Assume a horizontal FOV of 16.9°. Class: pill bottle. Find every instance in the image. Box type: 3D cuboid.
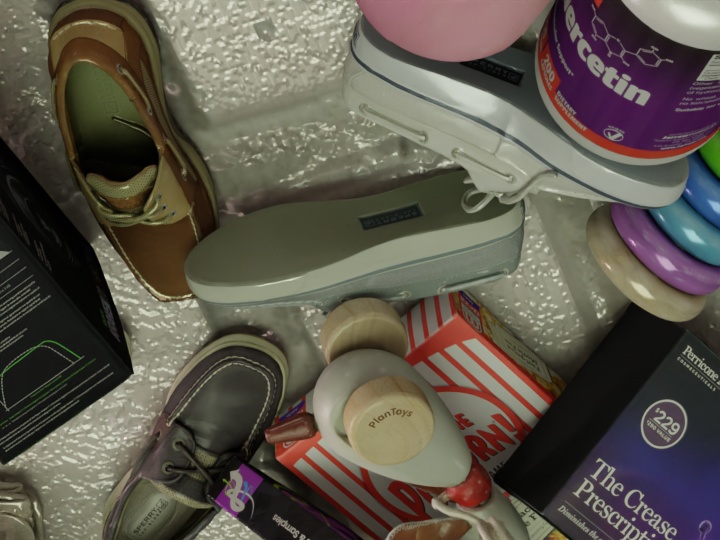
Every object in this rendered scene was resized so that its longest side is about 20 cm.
[{"bbox_3d":[0.163,-0.141,1.238,0.112,0.112,0.200,12,155,-5],"label":"pill bottle"}]

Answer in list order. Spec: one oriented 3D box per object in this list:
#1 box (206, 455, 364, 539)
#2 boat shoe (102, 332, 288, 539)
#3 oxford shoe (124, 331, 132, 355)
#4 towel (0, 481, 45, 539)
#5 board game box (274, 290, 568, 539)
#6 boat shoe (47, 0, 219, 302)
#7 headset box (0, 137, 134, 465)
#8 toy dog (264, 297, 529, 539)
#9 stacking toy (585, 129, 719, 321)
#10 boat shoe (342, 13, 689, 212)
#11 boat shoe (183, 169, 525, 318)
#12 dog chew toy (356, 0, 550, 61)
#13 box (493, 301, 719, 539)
[{"bbox_3d":[0.013,0.193,1.474,0.036,0.200,0.143,-54,138,-3],"label":"box"},{"bbox_3d":[-0.106,0.125,1.523,0.072,0.065,0.200,28,122,-15],"label":"boat shoe"},{"bbox_3d":[-0.240,0.061,1.490,0.200,0.058,0.075,-1,123,2],"label":"oxford shoe"},{"bbox_3d":[-0.276,0.213,1.619,0.133,0.034,0.200,6,127,1],"label":"towel"},{"bbox_3d":[0.068,0.118,1.510,0.151,0.046,0.200,-40,115,19],"label":"board game box"},{"bbox_3d":[-0.135,-0.060,1.383,0.076,0.074,0.200,-11,125,12],"label":"boat shoe"},{"bbox_3d":[-0.230,-0.023,1.346,0.093,0.174,0.200,-35,118,4],"label":"headset box"},{"bbox_3d":[0.018,0.117,1.397,0.096,0.132,0.200,-28,104,9],"label":"toy dog"},{"bbox_3d":[0.220,-0.064,1.360,0.085,0.085,0.200,33,118,-19],"label":"stacking toy"},{"bbox_3d":[0.080,-0.070,1.355,0.202,0.075,0.086,23,133,2],"label":"boat shoe"},{"bbox_3d":[0.000,-0.001,1.409,0.201,0.070,0.072,-12,129,-4],"label":"boat shoe"},{"bbox_3d":[0.013,-0.199,1.250,0.200,0.125,0.125,37,121,-12],"label":"dog chew toy"},{"bbox_3d":[0.204,0.136,1.469,0.200,0.079,0.141,39,86,-24],"label":"box"}]
